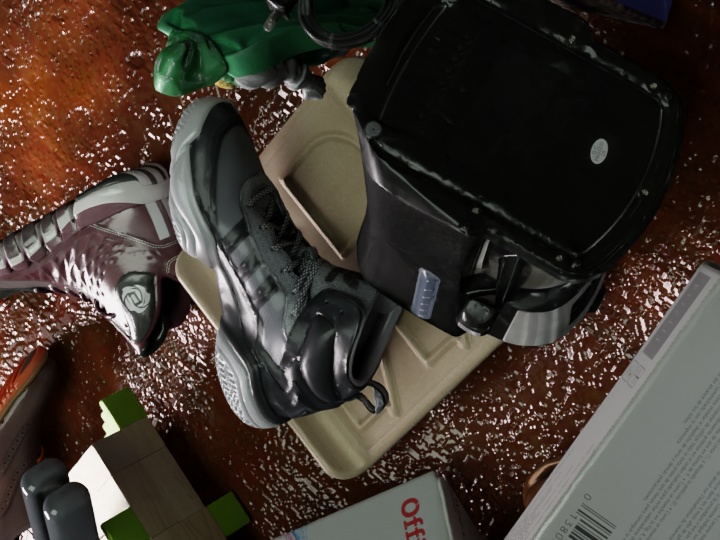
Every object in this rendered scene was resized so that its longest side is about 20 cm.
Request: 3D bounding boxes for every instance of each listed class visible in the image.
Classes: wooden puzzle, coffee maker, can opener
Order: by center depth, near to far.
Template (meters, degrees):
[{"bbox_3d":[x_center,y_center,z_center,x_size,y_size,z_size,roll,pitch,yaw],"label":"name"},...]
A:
[{"bbox_3d":[0.055,-0.059,0.785,0.193,0.134,0.200,53,170,10],"label":"coffee maker"},{"bbox_3d":[0.000,0.000,0.953,0.186,0.046,0.200,51,122,10],"label":"wooden puzzle"},{"bbox_3d":[-0.205,0.214,1.049,0.053,0.067,0.201,37,145,33],"label":"can opener"}]

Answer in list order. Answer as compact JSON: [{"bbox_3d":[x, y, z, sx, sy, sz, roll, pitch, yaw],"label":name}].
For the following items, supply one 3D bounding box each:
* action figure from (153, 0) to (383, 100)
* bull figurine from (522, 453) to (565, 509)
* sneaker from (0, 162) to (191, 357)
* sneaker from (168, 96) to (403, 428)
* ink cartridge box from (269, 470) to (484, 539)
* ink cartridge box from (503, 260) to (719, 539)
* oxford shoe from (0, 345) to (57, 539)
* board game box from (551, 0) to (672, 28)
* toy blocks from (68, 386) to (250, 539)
[{"bbox_3d":[-0.044,-0.126,0.841,0.118,0.199,0.055,30,121,24],"label":"action figure"},{"bbox_3d":[0.170,0.186,0.879,0.121,0.065,0.201,-37,85,33],"label":"bull figurine"},{"bbox_3d":[-0.188,0.015,1.070,0.199,0.076,0.116,-25,93,37],"label":"sneaker"},{"bbox_3d":[-0.037,-0.007,0.904,0.113,0.075,0.202,-4,106,31],"label":"sneaker"},{"bbox_3d":[-0.015,0.229,0.922,0.198,0.147,0.083,-24,131,13],"label":"ink cartridge box"},{"bbox_3d":[0.192,0.127,0.804,0.176,0.045,0.201,35,95,-7],"label":"ink cartridge box"},{"bbox_3d":[-0.256,0.144,1.176,0.072,0.071,0.201,24,119,-6],"label":"oxford shoe"},{"bbox_3d":[0.047,-0.197,0.768,0.199,0.159,0.098,19,99,29],"label":"board game box"},{"bbox_3d":[-0.154,0.204,1.104,0.201,0.100,0.137,55,138,10],"label":"toy blocks"}]
